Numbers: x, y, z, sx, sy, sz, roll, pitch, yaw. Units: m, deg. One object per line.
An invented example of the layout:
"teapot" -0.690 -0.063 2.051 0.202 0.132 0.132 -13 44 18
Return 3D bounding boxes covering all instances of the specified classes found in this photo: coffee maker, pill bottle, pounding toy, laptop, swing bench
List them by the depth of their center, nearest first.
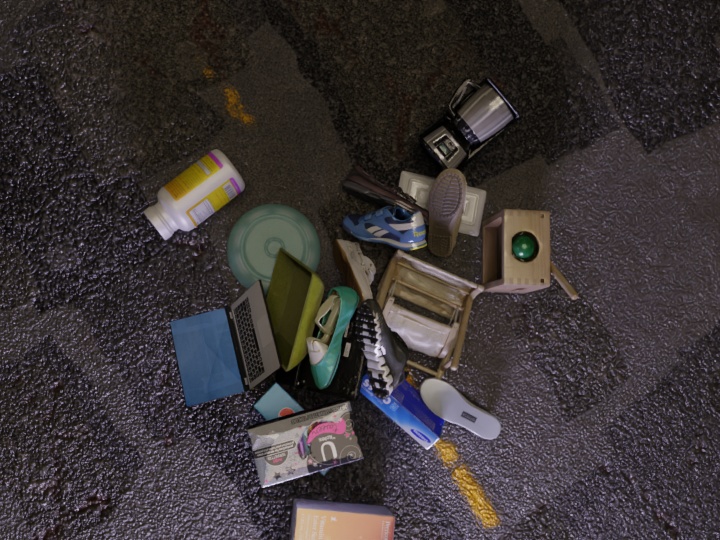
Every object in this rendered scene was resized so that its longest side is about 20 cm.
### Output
"laptop" -0.270 0.145 1.534 0.115 0.200 0.188 2 62 -40
"laptop" -0.074 0.156 1.559 0.199 0.103 0.179 11 82 12
"pill bottle" -0.343 -0.152 1.586 0.200 0.104 0.104 -39 90 -11
"swing bench" 0.124 0.092 1.611 0.198 0.130 0.201 24 67 -4
"pounding toy" 0.350 -0.025 1.622 0.141 0.200 0.186 2 83 -8
"coffee maker" 0.236 -0.298 1.669 0.200 0.192 0.135 -40 68 10

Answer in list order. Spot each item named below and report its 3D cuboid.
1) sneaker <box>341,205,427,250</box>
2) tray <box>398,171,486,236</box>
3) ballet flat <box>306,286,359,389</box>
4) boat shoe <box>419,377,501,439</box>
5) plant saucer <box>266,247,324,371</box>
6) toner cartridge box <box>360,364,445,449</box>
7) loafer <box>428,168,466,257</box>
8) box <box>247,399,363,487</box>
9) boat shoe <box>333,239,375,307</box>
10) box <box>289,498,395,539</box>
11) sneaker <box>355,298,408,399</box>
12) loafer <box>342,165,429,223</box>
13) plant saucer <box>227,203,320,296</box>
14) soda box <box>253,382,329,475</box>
"sneaker" 0.051 -0.101 1.613 0.199 0.074 0.083 13 116 29
"tray" 0.177 -0.149 1.703 0.199 0.022 0.108 13 82 -6
"ballet flat" -0.066 0.122 1.471 0.070 0.067 0.201 25 79 -32
"boat shoe" 0.207 0.286 1.631 0.199 0.066 0.070 29 92 -8
"plant saucer" -0.133 0.075 1.531 0.048 0.200 0.201 11 100 -27
"toner cartridge box" 0.084 0.271 1.598 0.200 0.095 0.043 41 114 -1
"loafer" 0.182 -0.128 1.641 0.075 0.068 0.201 16 121 12
"box" -0.107 0.330 1.482 0.199 0.132 0.116 -15 84 -9
"boat shoe" 0.000 0.000 1.591 0.069 0.071 0.201 -5 41 -17
"box" -0.042 0.548 1.543 0.198 0.106 0.153 6 82 -7
"sneaker" 0.047 0.140 1.479 0.090 0.066 0.201 -25 111 -36
"loafer" 0.061 -0.165 1.652 0.199 0.072 0.063 24 78 8
"plant saucer" -0.182 -0.045 1.631 0.198 0.036 0.202 1 82 -8
"soda box" -0.126 0.321 1.580 0.200 0.064 0.068 45 80 -1
